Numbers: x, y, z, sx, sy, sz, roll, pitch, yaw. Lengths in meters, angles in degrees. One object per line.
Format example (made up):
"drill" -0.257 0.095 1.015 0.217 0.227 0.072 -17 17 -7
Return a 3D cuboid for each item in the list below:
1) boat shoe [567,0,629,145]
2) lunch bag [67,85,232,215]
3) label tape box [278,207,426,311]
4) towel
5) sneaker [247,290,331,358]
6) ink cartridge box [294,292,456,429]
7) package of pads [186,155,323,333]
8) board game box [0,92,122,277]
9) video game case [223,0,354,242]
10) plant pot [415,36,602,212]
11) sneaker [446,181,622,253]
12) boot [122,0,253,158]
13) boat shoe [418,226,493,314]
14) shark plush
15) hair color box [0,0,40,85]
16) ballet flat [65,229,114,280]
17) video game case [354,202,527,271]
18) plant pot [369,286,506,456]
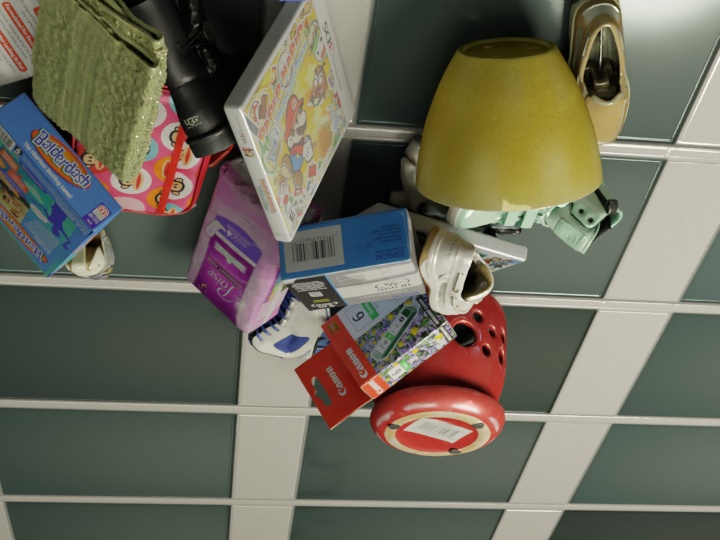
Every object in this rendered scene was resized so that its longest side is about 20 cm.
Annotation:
"boat shoe" 0.255 -0.200 1.113 0.071 0.076 0.200 -13 138 9
"lunch bag" -0.227 -0.149 1.136 0.175 0.082 0.200 7 139 -18
"label tape box" 0.000 0.000 1.187 0.143 0.064 0.200 -9 162 8
"towel" -0.245 -0.182 0.968 0.148 0.036 0.200 41 143 9
"sneaker" -0.095 0.063 1.379 0.114 0.081 0.200 -4 140 -3
"ink cartridge box" 0.009 0.095 1.305 0.200 0.109 0.050 -37 147 2
"package of pads" -0.131 -0.033 1.239 0.120 0.076 0.200 42 135 14
"board game box" -0.347 -0.084 1.112 0.152 0.045 0.200 51 148 -9
"video game case" -0.064 -0.162 1.044 0.023 0.201 0.182 8 143 22
"plant pot" 0.153 -0.163 1.085 0.199 0.200 0.143 -5 114 1
"sneaker" 0.204 -0.066 1.178 0.199 0.119 0.074 -19 149 -19
"boot" -0.144 -0.223 1.015 0.076 0.200 0.169 -12 114 27
"boat shoe" 0.118 0.014 1.194 0.069 0.071 0.200 18 168 19
"shark plush" 0.126 -0.084 1.241 0.199 0.091 0.084 26 91 -21
"hair color box" -0.358 -0.246 1.022 0.199 0.064 0.111 -12 139 11
"ballet flat" -0.343 -0.039 1.254 0.072 0.072 0.201 -1 139 -3
"video game case" 0.073 -0.029 1.269 0.199 0.022 0.182 15 165 -20
"plant pot" 0.098 0.140 1.390 0.199 0.183 0.201 2 148 1
